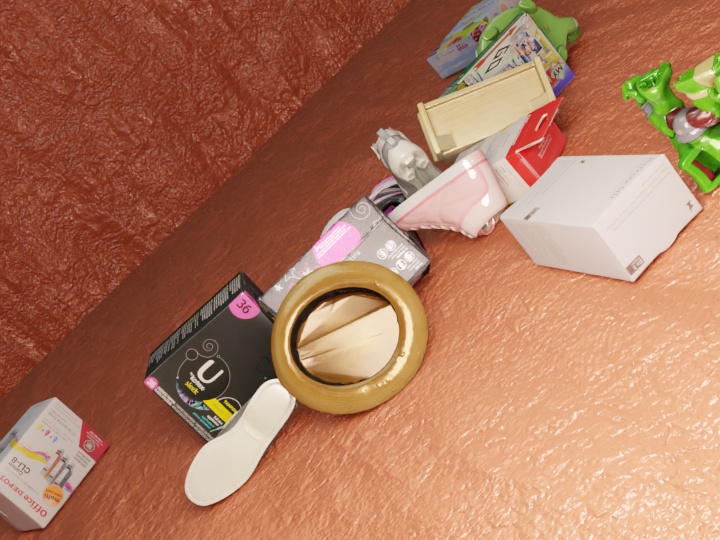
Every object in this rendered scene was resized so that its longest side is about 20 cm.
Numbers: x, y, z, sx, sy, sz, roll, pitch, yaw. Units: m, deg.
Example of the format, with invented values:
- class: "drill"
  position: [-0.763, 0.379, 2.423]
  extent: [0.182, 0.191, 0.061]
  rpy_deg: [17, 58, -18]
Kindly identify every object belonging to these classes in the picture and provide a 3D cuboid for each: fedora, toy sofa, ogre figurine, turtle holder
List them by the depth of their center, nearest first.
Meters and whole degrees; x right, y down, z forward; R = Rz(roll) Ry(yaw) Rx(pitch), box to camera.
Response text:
- class: "ogre figurine"
  position: [0.346, -0.150, 0.991]
  extent: [0.098, 0.120, 0.200]
  rpy_deg: [-46, 18, -25]
- class: "fedora"
  position: [-0.010, 0.086, 1.222]
  extent: [0.201, 0.201, 0.082]
  rpy_deg: [-42, -19, 2]
- class: "toy sofa"
  position: [0.189, -0.236, 1.465]
  extent: [0.199, 0.083, 0.098]
  rpy_deg: [-21, -6, 7]
- class: "turtle holder"
  position: [0.276, -0.378, 1.659]
  extent: [0.186, 0.141, 0.132]
  rpy_deg: [-57, -1, -9]

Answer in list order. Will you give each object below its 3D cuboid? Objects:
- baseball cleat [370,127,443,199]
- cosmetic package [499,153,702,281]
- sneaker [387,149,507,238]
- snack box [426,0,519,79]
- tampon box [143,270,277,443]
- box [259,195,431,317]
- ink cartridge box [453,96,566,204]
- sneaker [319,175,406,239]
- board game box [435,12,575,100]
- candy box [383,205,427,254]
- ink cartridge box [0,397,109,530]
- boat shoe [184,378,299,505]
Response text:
- class: "baseball cleat"
  position: [0.076, -0.150, 1.450]
  extent: [0.070, 0.200, 0.107]
  rpy_deg: [-38, 60, -2]
- class: "cosmetic package"
  position: [0.251, -0.060, 1.054]
  extent: [0.113, 0.081, 0.200]
  rpy_deg: [-45, 16, -12]
- class: "sneaker"
  position: [0.119, -0.075, 1.348]
  extent: [0.200, 0.105, 0.075]
  rpy_deg: [-34, 2, 45]
- class: "snack box"
  position: [0.260, -0.526, 2.161]
  extent: [0.200, 0.068, 0.169]
  rpy_deg: [-50, 18, -27]
- class: "tampon box"
  position: [-0.202, 0.131, 1.493]
  extent: [0.200, 0.150, 0.126]
  rpy_deg: [-42, 17, 5]
- class: "box"
  position: [-0.017, 0.021, 1.337]
  extent: [0.200, 0.132, 0.115]
  rpy_deg: [-45, -7, -3]
- class: "ink cartridge box"
  position: [0.210, -0.150, 1.378]
  extent: [0.200, 0.067, 0.116]
  rpy_deg: [-27, 23, 44]
- class: "sneaker"
  position: [0.012, -0.073, 1.634]
  extent: [0.200, 0.080, 0.086]
  rpy_deg: [-46, 27, 9]
- class: "board game box"
  position: [0.230, -0.287, 1.548]
  extent: [0.200, 0.135, 0.029]
  rpy_deg: [-47, 17, -11]
- class: "candy box"
  position: [0.000, 0.000, 1.505]
  extent: [0.200, 0.061, 0.136]
  rpy_deg: [-41, 18, 8]
- class: "ink cartridge box"
  position: [-0.609, 0.367, 1.852]
  extent: [0.144, 0.145, 0.200]
  rpy_deg: [-21, 29, 51]
- class: "boat shoe"
  position: [-0.154, 0.226, 1.305]
  extent: [0.202, 0.072, 0.060]
  rpy_deg: [-50, -4, 2]
